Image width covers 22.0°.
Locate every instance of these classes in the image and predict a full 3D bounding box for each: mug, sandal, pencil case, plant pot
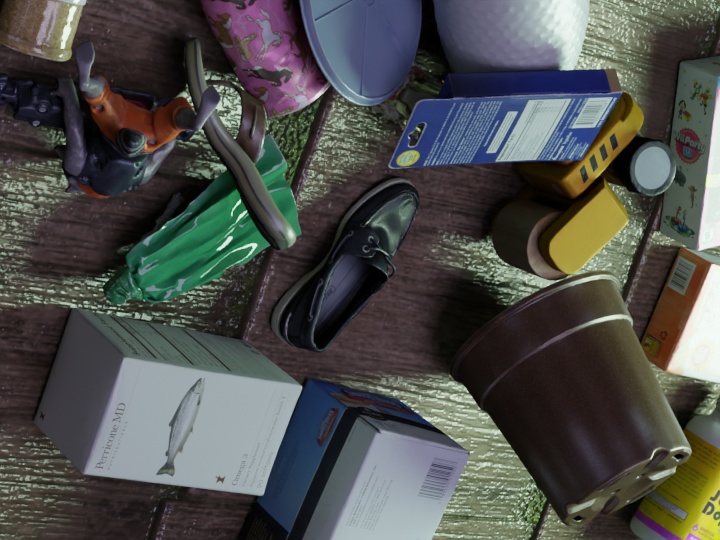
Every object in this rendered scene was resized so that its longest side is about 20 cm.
[{"bbox_3d":[0.154,-0.259,1.750,0.200,0.147,0.176,-54,151,-37],"label":"mug"},{"bbox_3d":[-0.101,-0.115,1.632,0.057,0.080,0.202,-29,97,-4],"label":"sandal"},{"bbox_3d":[-0.093,-0.230,1.618,0.086,0.083,0.201,-28,125,-5],"label":"pencil case"},{"bbox_3d":[0.222,0.138,1.884,0.199,0.199,0.200,-24,159,-10],"label":"plant pot"}]

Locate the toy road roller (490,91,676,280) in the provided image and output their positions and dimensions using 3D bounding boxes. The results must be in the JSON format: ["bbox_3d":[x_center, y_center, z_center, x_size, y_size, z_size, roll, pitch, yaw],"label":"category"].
[{"bbox_3d":[0.201,-0.104,1.865,0.200,0.123,0.146,-46,115,-10],"label":"toy road roller"}]

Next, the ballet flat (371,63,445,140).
[{"bbox_3d":[0.079,-0.146,1.790,0.199,0.064,0.076,20,101,-40],"label":"ballet flat"}]

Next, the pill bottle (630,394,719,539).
[{"bbox_3d":[0.407,0.242,2.175,0.104,0.104,0.201,27,94,-40],"label":"pill bottle"}]

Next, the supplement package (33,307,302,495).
[{"bbox_3d":[-0.176,0.122,1.698,0.199,0.117,0.118,12,105,-38],"label":"supplement package"}]

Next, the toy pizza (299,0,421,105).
[{"bbox_3d":[-0.006,-0.248,1.661,0.200,0.032,0.202,1,88,-57],"label":"toy pizza"}]

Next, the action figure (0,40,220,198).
[{"bbox_3d":[-0.223,-0.115,1.530,0.199,0.193,0.105,6,68,-17],"label":"action figure"}]

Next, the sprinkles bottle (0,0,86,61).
[{"bbox_3d":[-0.239,-0.273,1.502,0.068,0.068,0.201,9,105,-37],"label":"sprinkles bottle"}]

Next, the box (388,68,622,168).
[{"bbox_3d":[0.130,-0.140,1.721,0.199,0.033,0.121,-4,153,-17],"label":"box"}]

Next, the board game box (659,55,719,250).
[{"bbox_3d":[0.412,-0.135,2.031,0.147,0.064,0.201,-13,117,-31],"label":"board game box"}]

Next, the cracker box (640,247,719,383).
[{"bbox_3d":[0.424,0.060,2.133,0.199,0.058,0.135,13,104,-37],"label":"cracker box"}]

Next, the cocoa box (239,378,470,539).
[{"bbox_3d":[-0.010,0.231,1.856,0.133,0.131,0.201,16,101,-39],"label":"cocoa box"}]

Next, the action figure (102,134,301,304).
[{"bbox_3d":[-0.150,-0.030,1.687,0.200,0.055,0.119,-35,129,-22],"label":"action figure"}]

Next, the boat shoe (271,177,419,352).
[{"bbox_3d":[-0.001,-0.001,1.797,0.199,0.066,0.075,-46,129,-9],"label":"boat shoe"}]
